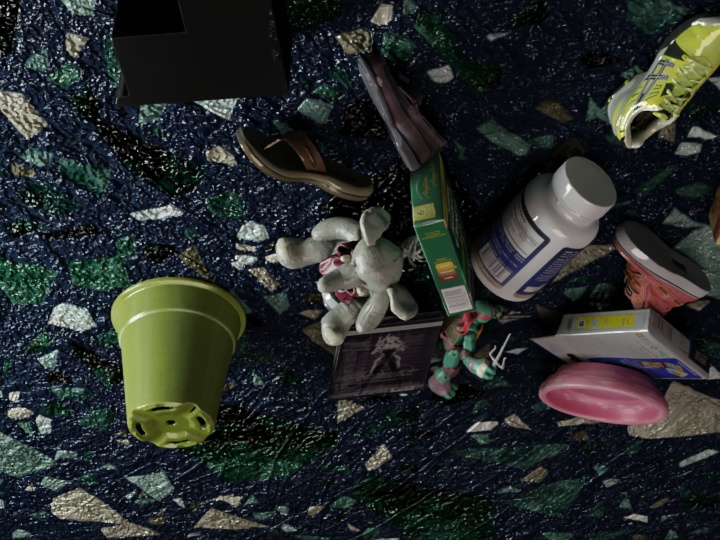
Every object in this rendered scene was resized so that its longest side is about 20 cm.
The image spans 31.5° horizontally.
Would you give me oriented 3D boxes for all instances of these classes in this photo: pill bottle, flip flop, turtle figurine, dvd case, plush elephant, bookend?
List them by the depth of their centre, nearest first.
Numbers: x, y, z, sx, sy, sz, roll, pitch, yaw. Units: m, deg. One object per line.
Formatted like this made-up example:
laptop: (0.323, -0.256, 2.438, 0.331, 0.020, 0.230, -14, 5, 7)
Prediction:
bookend: (-0.185, -0.285, 1.373, 0.199, 0.092, 0.199, -4, 140, 5)
flip flop: (-0.064, -0.142, 1.578, 0.199, 0.081, 0.058, 19, 120, -26)
pill bottle: (0.241, -0.056, 1.664, 0.111, 0.111, 0.200, 19, 137, -24)
plush elephant: (0.000, 0.000, 1.676, 0.199, 0.165, 0.155, -23, 180, 2)
turtle figurine: (0.162, 0.096, 1.843, 0.100, 0.150, 0.200, 34, 139, -3)
dvd case: (0.034, 0.126, 1.859, 0.148, 0.016, 0.200, -6, 145, -12)

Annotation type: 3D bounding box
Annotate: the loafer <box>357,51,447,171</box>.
loafer: (0.052, -0.199, 1.524, 0.063, 0.072, 0.200, -29, 144, 1)

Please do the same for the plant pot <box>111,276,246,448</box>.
plant pot: (-0.265, 0.144, 1.829, 0.199, 0.191, 0.201, -2, 141, -1)

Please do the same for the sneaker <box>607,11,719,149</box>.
sneaker: (0.372, -0.218, 1.496, 0.075, 0.077, 0.200, 18, 136, -21)

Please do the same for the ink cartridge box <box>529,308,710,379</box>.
ink cartridge box: (0.389, 0.114, 1.905, 0.199, 0.047, 0.197, -2, 156, 41)

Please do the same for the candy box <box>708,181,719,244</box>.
candy box: (0.573, -0.091, 1.680, 0.199, 0.056, 0.116, -1, 142, -1)

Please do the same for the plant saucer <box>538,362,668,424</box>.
plant saucer: (0.380, 0.189, 1.984, 0.199, 0.051, 0.201, 11, 161, 4)

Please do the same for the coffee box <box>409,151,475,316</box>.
coffee box: (0.109, -0.046, 1.663, 0.044, 0.123, 0.200, -10, 139, 12)

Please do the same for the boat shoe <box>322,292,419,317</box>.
boat shoe: (0.005, 0.082, 1.856, 0.200, 0.071, 0.091, 26, 130, -33)

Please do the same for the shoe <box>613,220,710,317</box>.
shoe: (0.397, 0.005, 1.780, 0.200, 0.072, 0.091, 27, 130, -36)
